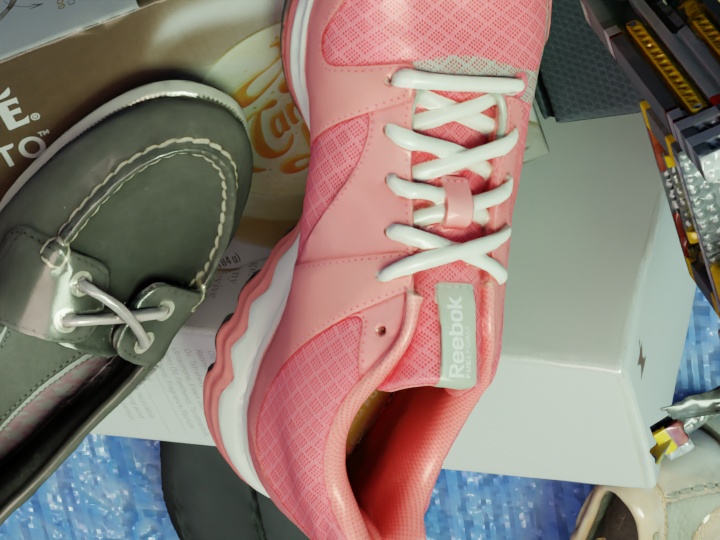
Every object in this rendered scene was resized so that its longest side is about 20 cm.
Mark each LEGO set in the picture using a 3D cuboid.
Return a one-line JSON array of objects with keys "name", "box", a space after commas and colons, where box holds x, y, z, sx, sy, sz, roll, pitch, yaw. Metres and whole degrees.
[{"name": "LEGO set", "box": [0.129, -0.049, 0.616, 0.153, 0.116, 0.201, -15, 120, -5]}]

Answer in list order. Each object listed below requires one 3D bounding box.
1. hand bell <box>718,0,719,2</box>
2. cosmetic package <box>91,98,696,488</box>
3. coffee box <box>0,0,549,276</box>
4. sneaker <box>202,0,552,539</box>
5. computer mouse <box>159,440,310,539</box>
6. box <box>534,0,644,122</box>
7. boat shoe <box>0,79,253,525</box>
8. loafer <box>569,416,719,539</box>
[{"name": "hand bell", "box": [0.048, -0.130, 0.658, 0.104, 0.104, 0.200, -26, 122, 32]}, {"name": "cosmetic package", "box": [0.000, 0.000, 0.792, 0.199, 0.102, 0.071, 5, 146, 19]}, {"name": "coffee box", "box": [-0.059, -0.060, 0.730, 0.199, 0.080, 0.115, -19, 138, 4]}, {"name": "sneaker", "box": [0.018, -0.011, 0.660, 0.073, 0.087, 0.201, 1, 119, -25]}, {"name": "computer mouse", "box": [-0.022, 0.081, 0.894, 0.138, 0.053, 0.201, 4, 123, 20]}, {"name": "box", "box": [0.125, -0.131, 0.698, 0.199, 0.051, 0.158, -6, 121, 25]}, {"name": "boat shoe", "box": [-0.091, 0.030, 0.714, 0.067, 0.057, 0.200, 19, 130, -36]}, {"name": "loafer", "box": [0.080, 0.132, 0.872, 0.072, 0.063, 0.201, 41, 131, 32]}]
